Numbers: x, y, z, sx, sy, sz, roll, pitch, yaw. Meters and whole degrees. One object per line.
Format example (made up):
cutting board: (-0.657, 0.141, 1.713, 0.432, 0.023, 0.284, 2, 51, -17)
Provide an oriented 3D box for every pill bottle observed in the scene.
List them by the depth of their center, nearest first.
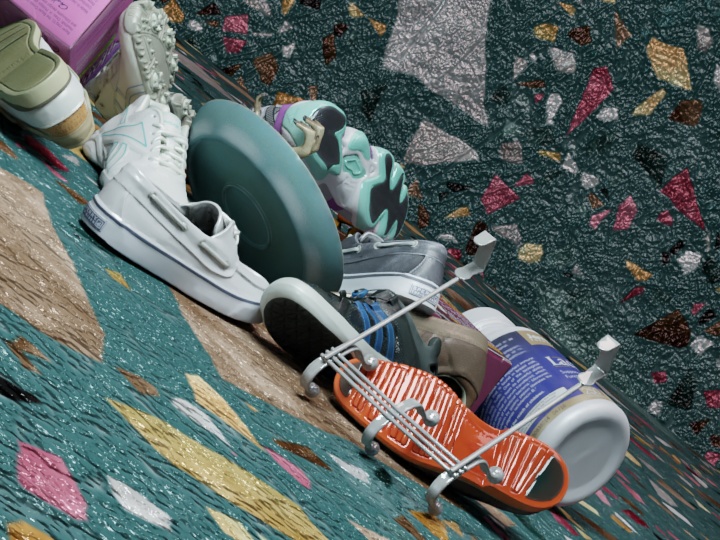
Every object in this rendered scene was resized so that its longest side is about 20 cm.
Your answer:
pill bottle: (0.157, 0.126, 1.761, 0.116, 0.116, 0.200, 33, 8, -44)

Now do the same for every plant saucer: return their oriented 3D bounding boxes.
plant saucer: (-0.090, -0.051, 1.569, 0.200, 0.027, 0.201, 39, -31, 29)

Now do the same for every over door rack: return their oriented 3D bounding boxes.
over door rack: (0.074, 0.081, 1.368, 0.148, 0.200, 0.067, 41, -31, 24)

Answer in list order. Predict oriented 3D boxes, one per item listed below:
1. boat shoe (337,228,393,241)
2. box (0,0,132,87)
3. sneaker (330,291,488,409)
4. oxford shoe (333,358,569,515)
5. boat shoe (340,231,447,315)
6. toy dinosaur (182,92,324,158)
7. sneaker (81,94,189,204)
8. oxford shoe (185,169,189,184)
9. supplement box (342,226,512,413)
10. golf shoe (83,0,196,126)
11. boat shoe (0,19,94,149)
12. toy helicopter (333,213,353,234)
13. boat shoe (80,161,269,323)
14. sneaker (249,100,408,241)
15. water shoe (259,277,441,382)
boat shoe: (0.004, -0.001, 1.876, 0.075, 0.074, 0.200, -6, -31, 35)
box: (-0.301, -0.257, 1.641, 0.176, 0.097, 0.200, 39, -14, -2)
sneaker: (0.019, 0.071, 1.555, 0.199, 0.076, 0.070, 13, -18, -20)
oxford shoe: (0.061, 0.138, 1.431, 0.199, 0.071, 0.073, 32, -28, -3)
boat shoe: (0.000, 0.000, 1.619, 0.072, 0.068, 0.200, 29, -19, -34)
toy dinosaur: (-0.071, -0.088, 1.619, 0.200, 0.101, 0.058, 38, 16, 25)
sneaker: (-0.179, -0.095, 1.548, 0.070, 0.080, 0.200, 37, 8, -33)
oxford shoe: (-0.101, -0.111, 1.827, 0.199, 0.075, 0.070, 14, -14, -22)
supplement box: (0.041, 0.054, 1.728, 0.110, 0.086, 0.200, 35, 7, -32)
golf shoe: (-0.213, -0.168, 1.678, 0.097, 0.079, 0.200, 7, -36, 9)
boat shoe: (-0.269, -0.148, 1.491, 0.069, 0.075, 0.200, 58, -6, -29)
toy helicopter: (-0.071, -0.054, 2.033, 0.132, 0.079, 0.200, 27, -1, -18)
boat shoe: (-0.122, -0.020, 1.387, 0.074, 0.065, 0.200, 43, 7, 38)
sneaker: (-0.047, -0.101, 1.752, 0.139, 0.078, 0.200, 8, -29, 37)
water shoe: (-0.008, 0.045, 1.466, 0.071, 0.079, 0.200, -5, -33, 37)
